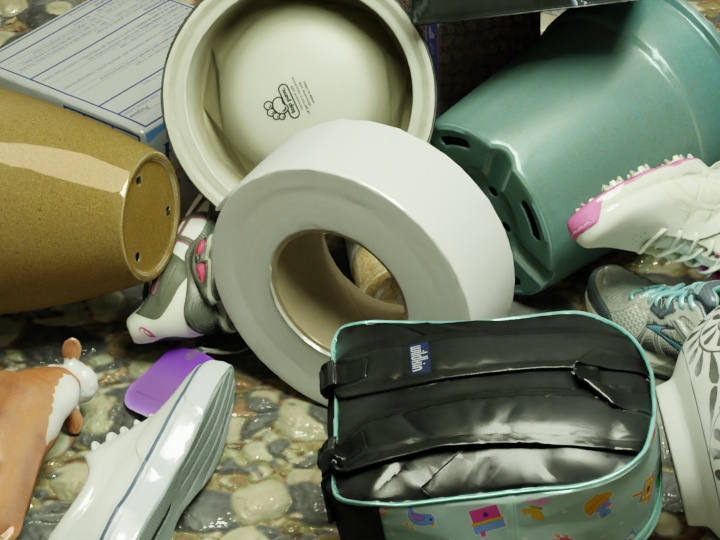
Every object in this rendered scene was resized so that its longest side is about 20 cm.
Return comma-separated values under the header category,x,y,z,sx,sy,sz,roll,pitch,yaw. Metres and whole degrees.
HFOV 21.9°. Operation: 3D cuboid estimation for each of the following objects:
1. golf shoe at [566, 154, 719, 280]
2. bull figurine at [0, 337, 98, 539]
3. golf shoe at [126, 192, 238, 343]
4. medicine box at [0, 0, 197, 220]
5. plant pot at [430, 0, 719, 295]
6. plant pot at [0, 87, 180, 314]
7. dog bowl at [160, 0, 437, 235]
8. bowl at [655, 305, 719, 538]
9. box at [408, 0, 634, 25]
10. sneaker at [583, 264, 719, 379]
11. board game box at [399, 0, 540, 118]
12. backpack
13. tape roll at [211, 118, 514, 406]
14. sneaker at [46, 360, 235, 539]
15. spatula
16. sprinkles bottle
category,x,y,z,sx,sy,sz,roll,pitch,yaw
golf shoe,0.237,-0.033,1.306,0.200,0.075,0.092,-12,72,-31
bull figurine,-0.250,0.114,1.232,0.121,0.065,0.200,-1,33,8
golf shoe,-0.125,-0.012,1.391,0.088,0.077,0.200,-21,22,12
medicine box,-0.186,-0.139,1.547,0.200,0.103,0.182,23,43,30
plant pot,0.160,-0.093,1.404,0.196,0.200,0.200,-33,45,-25
plant pot,-0.239,-0.046,1.331,0.200,0.186,0.186,6,36,21
dog bowl,-0.041,-0.127,1.366,0.200,0.200,0.074,1,7,4
bowl,0.234,0.103,1.127,0.094,0.201,0.201,-14,35,7
box,0.124,-0.246,1.361,0.164,0.086,0.200,-5,17,11
sneaker,0.238,0.034,1.297,0.078,0.086,0.200,-26,42,-30
board game box,0.058,-0.188,1.555,0.097,0.159,0.200,-19,39,-21
backpack,0.087,0.114,1.134,0.200,0.153,0.176,-12,36,9
tape roll,0.000,0.000,1.260,0.202,0.202,0.071,16,40,24
sneaker,-0.141,0.123,1.204,0.071,0.073,0.200,13,38,15
spatula,-0.086,0.051,1.345,0.200,0.021,0.057,-29,29,-35
sprinkles bottle,0.018,-0.033,1.419,0.068,0.068,0.200,-5,36,-5
